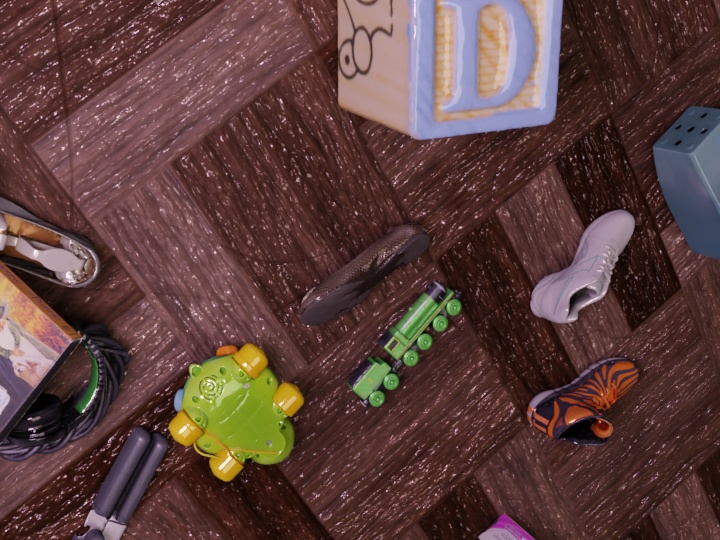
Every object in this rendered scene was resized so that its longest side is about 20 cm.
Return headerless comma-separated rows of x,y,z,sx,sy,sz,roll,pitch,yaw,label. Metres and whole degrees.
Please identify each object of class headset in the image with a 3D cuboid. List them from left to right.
-0.374,0.135,1.110,0.199,0.094,0.125,-38,120,-23,headset

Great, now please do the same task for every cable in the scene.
-0.356,0.135,1.169,0.197,0.051,0.166,-12,113,-24,cable

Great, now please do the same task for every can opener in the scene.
-0.294,0.292,1.246,0.053,0.067,0.202,26,94,-32,can opener

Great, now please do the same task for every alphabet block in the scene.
0.097,-0.269,1.176,0.194,0.200,0.198,-8,112,-24,alphabet block

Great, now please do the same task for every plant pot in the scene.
0.525,-0.133,1.490,0.141,0.141,0.200,-44,114,-7,plant pot

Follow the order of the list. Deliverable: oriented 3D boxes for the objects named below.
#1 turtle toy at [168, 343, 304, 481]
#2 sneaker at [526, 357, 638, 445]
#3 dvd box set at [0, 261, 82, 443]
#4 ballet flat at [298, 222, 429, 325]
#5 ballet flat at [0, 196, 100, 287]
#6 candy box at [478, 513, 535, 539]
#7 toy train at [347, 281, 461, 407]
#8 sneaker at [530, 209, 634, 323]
-0.147,0.175,1.261,0.146,0.101,0.200,-45,122,-7,turtle toy
0.356,0.205,1.528,0.198,0.112,0.078,-26,118,-17,sneaker
-0.398,0.058,1.039,0.200,0.029,0.147,42,96,6,dvd box set
0.000,0.000,1.315,0.199,0.046,0.068,-36,151,-6,ballet flat
-0.369,-0.034,1.094,0.198,0.064,0.068,21,97,-31,ballet flat
0.274,0.483,1.570,0.061,0.136,0.201,-38,121,-12,candy box
0.059,0.096,1.380,0.056,0.042,0.201,42,86,-21,toy train
0.334,0.001,1.466,0.201,0.080,0.070,-49,120,-6,sneaker
